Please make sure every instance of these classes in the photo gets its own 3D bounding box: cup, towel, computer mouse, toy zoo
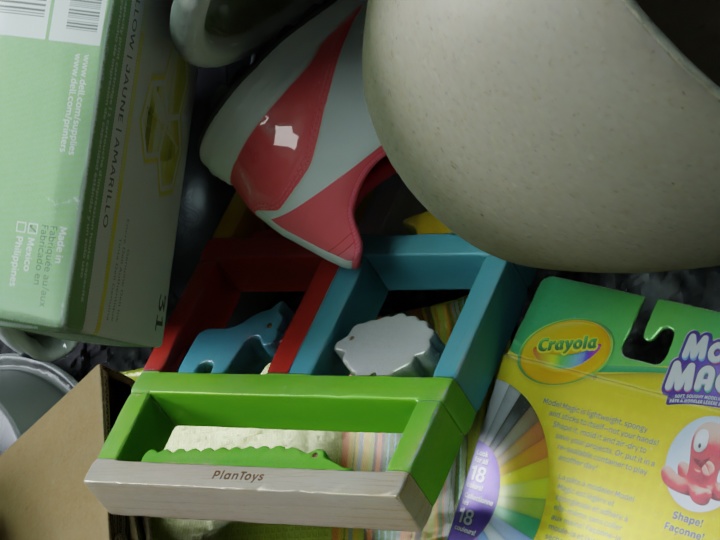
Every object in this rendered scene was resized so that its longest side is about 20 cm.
[{"bbox_3d":[0.081,-0.078,0.756,0.143,0.199,0.201,-39,50,42],"label":"cup"},{"bbox_3d":[-0.027,0.063,0.916,0.199,0.018,0.087,-13,65,41],"label":"towel"},{"bbox_3d":[-0.088,-0.060,1.000,0.140,0.046,0.201,-26,58,34],"label":"computer mouse"},{"bbox_3d":[0.000,0.000,0.860,0.131,0.020,0.201,-1,49,35],"label":"toy zoo"}]

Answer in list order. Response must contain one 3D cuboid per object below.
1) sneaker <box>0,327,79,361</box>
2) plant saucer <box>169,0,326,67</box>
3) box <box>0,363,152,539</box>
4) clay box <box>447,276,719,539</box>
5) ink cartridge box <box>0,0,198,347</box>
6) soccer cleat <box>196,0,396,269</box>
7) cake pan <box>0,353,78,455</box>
[{"bbox_3d":[-0.115,-0.032,0.937,0.073,0.200,0.071,-24,68,-16],"label":"sneaker"},{"bbox_3d":[0.001,-0.152,0.794,0.050,0.200,0.200,45,110,8],"label":"plant saucer"},{"bbox_3d":[-0.139,0.151,0.899,0.200,0.021,0.164,-42,40,33],"label":"box"},{"bbox_3d":[0.075,0.109,0.778,0.115,0.047,0.201,14,84,48],"label":"clay box"},{"bbox_3d":[-0.078,-0.047,0.847,0.048,0.200,0.147,7,86,13],"label":"ink cartridge box"},{"bbox_3d":[0.035,-0.086,0.862,0.073,0.068,0.200,44,76,10],"label":"soccer cleat"},{"bbox_3d":[-0.166,0.129,0.999,0.200,0.037,0.202,-18,65,43],"label":"cake pan"}]
